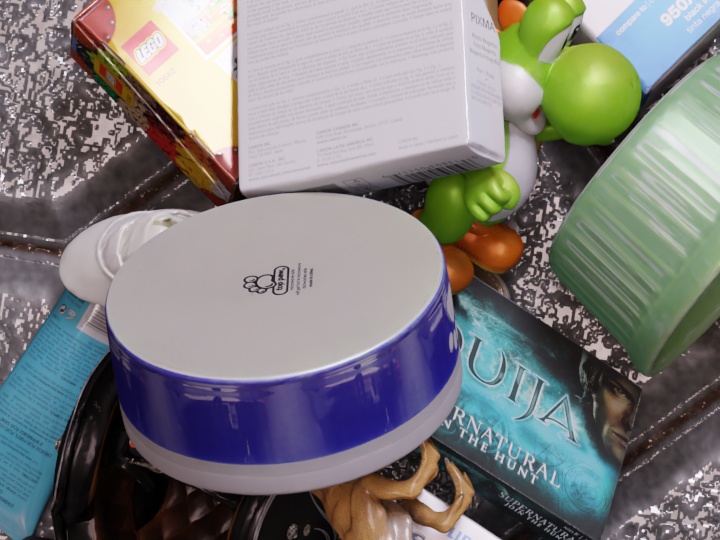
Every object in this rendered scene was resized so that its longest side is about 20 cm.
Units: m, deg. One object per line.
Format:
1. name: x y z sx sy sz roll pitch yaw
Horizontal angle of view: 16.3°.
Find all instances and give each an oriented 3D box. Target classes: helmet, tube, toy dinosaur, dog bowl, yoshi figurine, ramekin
1. helmet: -0.100 0.138 1.574 0.200 0.191 0.200 1 54 -1
2. tube: -0.202 0.078 1.656 0.077 0.050 0.200 33 95 11
3. toy dinosaur: 0.015 0.149 1.437 0.106 0.060 0.200 -39 59 6
4. dog bowl: -0.044 0.038 1.439 0.200 0.200 0.079 -6 122 4
5. yoshi figurine: 0.104 -0.072 1.525 0.112 0.112 0.200 11 125 -19
6. ramekin: 0.208 -0.040 1.558 0.098 0.200 0.200 42 91 12

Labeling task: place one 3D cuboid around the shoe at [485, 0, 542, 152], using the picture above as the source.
1. shoe: 0.065 -0.134 1.585 0.053 0.200 0.070 -39 45 -22

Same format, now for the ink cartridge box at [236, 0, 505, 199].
1. ink cartridge box: 0.003 -0.148 1.512 0.162 0.057 0.200 -11 69 30

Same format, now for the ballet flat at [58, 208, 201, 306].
1. ballet flat: -0.100 -0.011 1.578 0.200 0.069 0.070 4 88 13

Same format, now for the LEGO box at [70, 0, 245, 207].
1. LEGO box: -0.064 -0.161 1.613 0.200 0.077 0.149 -43 85 -14

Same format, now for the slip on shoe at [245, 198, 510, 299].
1. slip on shoe: 0.000 0.000 1.635 0.200 0.061 0.076 22 90 5

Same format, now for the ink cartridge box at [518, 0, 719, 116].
1. ink cartridge box: 0.135 -0.200 1.590 0.084 0.145 0.200 -44 86 0

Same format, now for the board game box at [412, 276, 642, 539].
1. board game box: 0.079 0.075 1.575 0.200 0.028 0.135 33 48 -13

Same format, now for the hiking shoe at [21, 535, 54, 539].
1. hiking shoe: -0.173 0.271 1.640 0.200 0.076 0.101 45 100 13

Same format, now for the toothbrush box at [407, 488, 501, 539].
1. toothbrush box: 0.069 0.214 1.548 0.146 0.200 0.085 34 79 4
